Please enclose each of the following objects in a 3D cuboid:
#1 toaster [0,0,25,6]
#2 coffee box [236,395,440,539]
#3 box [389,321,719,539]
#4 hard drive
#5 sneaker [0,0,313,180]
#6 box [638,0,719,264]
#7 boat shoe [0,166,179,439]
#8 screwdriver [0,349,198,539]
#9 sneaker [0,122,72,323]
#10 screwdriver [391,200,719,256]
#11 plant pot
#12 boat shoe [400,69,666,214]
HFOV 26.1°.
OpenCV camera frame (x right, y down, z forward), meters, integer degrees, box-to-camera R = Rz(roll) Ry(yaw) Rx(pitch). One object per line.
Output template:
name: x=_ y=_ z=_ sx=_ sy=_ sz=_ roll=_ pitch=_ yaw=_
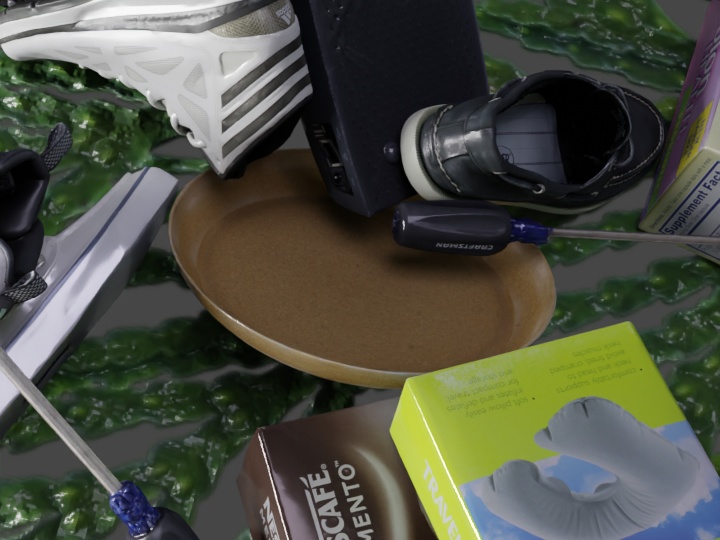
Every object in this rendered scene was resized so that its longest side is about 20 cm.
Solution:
toaster: x=-0.265 y=-0.223 z=0.789 sx=0.198 sy=0.181 sz=0.119 roll=-4 pitch=60 yaw=-15
coffee box: x=0.051 y=0.119 z=0.754 sx=0.198 sy=0.080 sz=0.114 roll=-11 pitch=68 yaw=-19
box: x=0.105 y=0.125 z=0.673 sx=0.121 sy=0.048 sz=0.201 roll=-13 pitch=56 yaw=-19
hard drive: x=0.007 y=-0.141 z=0.817 sx=0.135 sy=0.042 sz=0.202 roll=-27 pitch=109 yaw=-46
sneaker: x=-0.108 y=-0.097 z=0.800 sx=0.076 sy=0.199 sz=0.116 roll=-36 pitch=117 yaw=-44
box: x=0.287 y=-0.074 z=0.897 sx=0.199 sy=0.097 sz=0.177 roll=24 pitch=61 yaw=-3
boat shoe: x=-0.165 y=0.014 z=0.756 sx=0.065 sy=0.074 sz=0.200 roll=36 pitch=61 yaw=0
screwdriver: x=-0.115 y=0.087 z=0.686 sx=0.028 sy=0.029 sz=0.201 roll=-48 pitch=125 yaw=-24
sneaker: x=-0.201 y=-0.037 z=0.731 sx=0.139 sy=0.078 sz=0.200 roll=-33 pitch=55 yaw=-2
screwdriver: x=0.111 y=-0.015 z=0.808 sx=0.198 sy=0.029 sz=0.028 roll=7 pitch=23 yaw=-17
plant pot: x=0.000 y=0.000 z=0.787 sx=0.198 sy=0.028 sz=0.201 roll=9 pitch=33 yaw=-6
boat shoe: x=0.113 y=-0.073 z=0.836 sx=0.198 sy=0.066 sz=0.075 roll=-1 pitch=80 yaw=-41
